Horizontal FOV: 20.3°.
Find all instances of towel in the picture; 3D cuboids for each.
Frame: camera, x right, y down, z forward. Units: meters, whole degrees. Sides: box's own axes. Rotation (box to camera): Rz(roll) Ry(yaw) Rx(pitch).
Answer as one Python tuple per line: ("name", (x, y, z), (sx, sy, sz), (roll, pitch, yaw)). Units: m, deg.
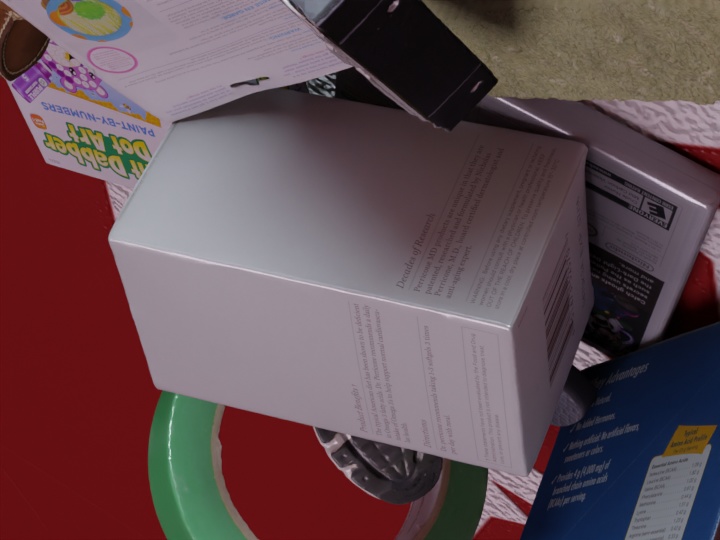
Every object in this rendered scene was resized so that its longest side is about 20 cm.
("towel", (0.088, -0.127, 0.822), (0.199, 0.037, 0.149), (3, 141, 48))

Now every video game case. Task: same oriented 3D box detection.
("video game case", (0.075, -0.040, 1.010), (0.199, 0.023, 0.182), (29, 154, 11))

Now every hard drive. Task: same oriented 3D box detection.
("hard drive", (-0.024, -0.126, 0.770), (0.140, 0.038, 0.200), (46, -174, 15))

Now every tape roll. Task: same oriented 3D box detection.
("tape roll", (-0.024, 0.112, 1.189), (0.200, 0.201, 0.048), (38, 155, -8))

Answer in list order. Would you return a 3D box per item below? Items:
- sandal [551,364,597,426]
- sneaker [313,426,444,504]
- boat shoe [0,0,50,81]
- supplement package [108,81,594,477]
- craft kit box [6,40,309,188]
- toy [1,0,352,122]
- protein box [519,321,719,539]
("sandal", (0.068, 0.033, 1.101), (0.076, 0.043, 0.200), (44, 172, -25))
("sneaker", (-0.005, 0.034, 1.132), (0.085, 0.074, 0.201), (-6, -108, -83))
("boat shoe", (-0.145, -0.152, 0.932), (0.074, 0.076, 0.200), (35, 146, 7))
("supplement package", (0.000, 0.000, 0.957), (0.199, 0.118, 0.117), (12, 143, 18))
("craft kit box", (-0.120, -0.122, 1.056), (0.199, 0.049, 0.198), (16, 145, 35))
("toy", (-0.098, -0.138, 0.863), (0.115, 0.047, 0.200), (-13, 152, 31))
("protein box", (0.176, 0.148, 0.980), (0.134, 0.201, 0.198), (29, 157, -15))
